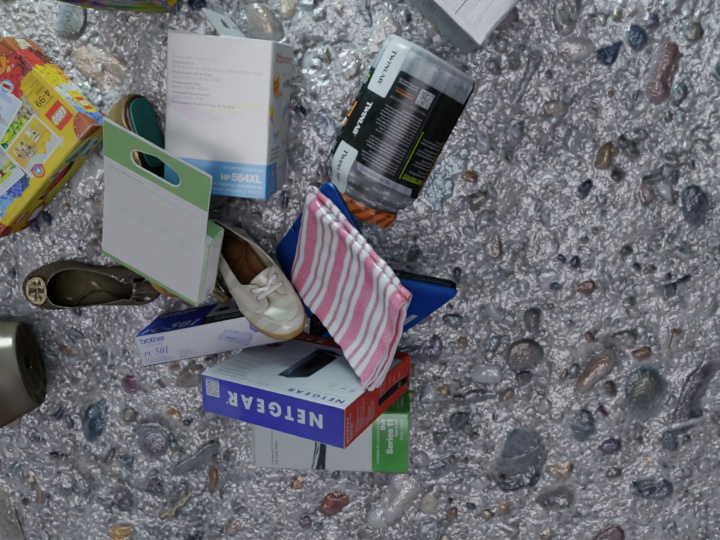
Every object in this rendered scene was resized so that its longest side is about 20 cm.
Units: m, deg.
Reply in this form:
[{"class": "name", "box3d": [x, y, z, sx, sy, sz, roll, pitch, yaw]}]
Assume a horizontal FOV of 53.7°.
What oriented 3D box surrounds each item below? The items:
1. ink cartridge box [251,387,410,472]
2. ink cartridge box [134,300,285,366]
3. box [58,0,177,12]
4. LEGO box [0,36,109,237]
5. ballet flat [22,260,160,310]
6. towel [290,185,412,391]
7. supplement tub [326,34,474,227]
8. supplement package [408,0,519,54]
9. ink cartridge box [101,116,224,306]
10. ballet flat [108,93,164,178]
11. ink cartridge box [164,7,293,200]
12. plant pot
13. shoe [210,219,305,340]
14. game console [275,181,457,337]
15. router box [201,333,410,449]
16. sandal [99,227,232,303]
[{"class": "ink cartridge box", "box3d": [-0.034, 0.192, 0.933, 0.196, 0.147, 0.085, 1, 103, 3]}, {"class": "ink cartridge box", "box3d": [-0.186, 0.075, 0.942, 0.196, 0.094, 0.045, -11, 103, 7]}, {"class": "box", "box3d": [-0.287, -0.395, 0.776, 0.120, 0.200, 0.196, 3, 104, 3]}, {"class": "LEGO box", "box3d": [-0.440, -0.168, 0.908, 0.149, 0.077, 0.200, 44, 103, -7]}, {"class": "ballet flat", "box3d": [-0.369, 0.024, 0.967, 0.196, 0.046, 0.069, 1, 104, 4]}, {"class": "towel", "box3d": [-0.021, 0.019, 0.800, 0.030, 0.200, 0.148, -17, 141, -32]}, {"class": "supplement tub", "box3d": [0.040, -0.162, 0.851, 0.121, 0.123, 0.202, 27, 104, -3]}, {"class": "supplement package", "box3d": [0.096, -0.359, 0.761, 0.200, 0.191, 0.147, 41, 103, -7]}, {"class": "ink cartridge box", "box3d": [-0.226, -0.069, 0.814, 0.144, 0.048, 0.202, 28, 131, 9]}, {"class": "ballet flat", "box3d": [-0.273, -0.124, 0.924, 0.062, 0.068, 0.203, -6, 103, 35]}, {"class": "ink cartridge box", "box3d": [-0.154, -0.200, 0.852, 0.123, 0.129, 0.204, 7, 106, 3]}, {"class": "plant pot", "box3d": [-0.527, 0.145, 0.952, 0.171, 0.200, 0.203, -15, 103, -9]}, {"class": "shoe", "box3d": [-0.137, 0.008, 0.884, 0.070, 0.054, 0.200, -36, 57, -11]}, {"class": "game console", "box3d": [0.000, 0.000, 0.887, 0.168, 0.200, 0.120, 10, 63, -23]}, {"class": "router box", "box3d": [-0.062, 0.136, 0.873, 0.197, 0.179, 0.050, 8, 106, 25]}, {"class": "sandal", "box3d": [-0.259, 0.002, 0.935, 0.197, 0.080, 0.055, 25, 92, 4]}]
